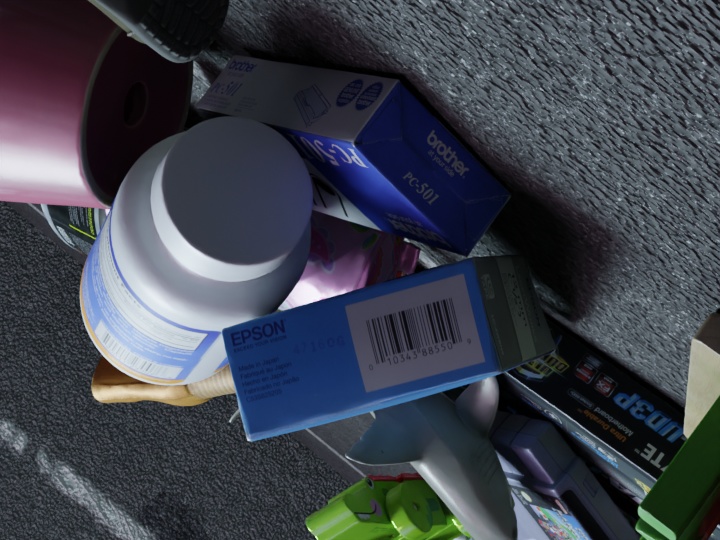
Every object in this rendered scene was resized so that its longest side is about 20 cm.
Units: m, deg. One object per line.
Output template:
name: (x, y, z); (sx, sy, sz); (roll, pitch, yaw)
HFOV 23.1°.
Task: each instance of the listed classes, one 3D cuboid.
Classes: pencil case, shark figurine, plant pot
pencil case: (-0.064, -0.029, 1.137); (0.198, 0.088, 0.088); (22, 166, 15)
shark figurine: (0.008, 0.096, 1.122); (0.214, 0.089, 0.129); (30, 134, 31)
plant pot: (-0.208, -0.123, 1.071); (0.177, 0.202, 0.200); (17, 163, 22)

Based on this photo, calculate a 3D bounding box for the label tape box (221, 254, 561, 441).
label tape box: (0.025, 0.039, 0.983); (0.200, 0.142, 0.067); (-10, -96, -74)

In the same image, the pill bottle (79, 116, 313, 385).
pill bottle: (-0.091, -0.012, 0.992); (0.112, 0.112, 0.200); (38, 155, -2)

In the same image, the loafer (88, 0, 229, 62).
loafer: (-0.145, -0.175, 0.879); (0.069, 0.076, 0.200); (24, 163, 40)

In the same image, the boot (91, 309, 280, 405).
boot: (-0.101, 0.035, 1.286); (0.143, 0.201, 0.071); (-4, 113, 26)

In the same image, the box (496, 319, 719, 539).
box: (0.168, 0.112, 1.125); (0.199, 0.046, 0.159); (35, 169, 19)

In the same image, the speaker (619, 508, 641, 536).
speaker: (0.170, 0.169, 1.272); (0.199, 0.089, 0.089); (36, 170, 13)

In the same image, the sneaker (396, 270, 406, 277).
sneaker: (0.000, 0.001, 1.228); (0.093, 0.071, 0.201); (-12, 122, 30)

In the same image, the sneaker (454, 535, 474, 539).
sneaker: (0.145, 0.188, 1.371); (0.198, 0.079, 0.099); (14, 170, 0)

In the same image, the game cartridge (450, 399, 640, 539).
game cartridge: (0.132, 0.169, 1.178); (0.200, 0.038, 0.129); (52, 161, -25)

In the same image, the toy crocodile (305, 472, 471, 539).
toy crocodile: (0.031, 0.168, 1.229); (0.199, 0.067, 0.062); (9, -129, -53)

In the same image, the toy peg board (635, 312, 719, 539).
toy peg board: (0.230, 0.142, 0.892); (0.198, 0.098, 0.200); (35, 170, 18)

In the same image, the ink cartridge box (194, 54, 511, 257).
ink cartridge box: (-0.010, -0.067, 0.968); (0.094, 0.044, 0.199); (43, 168, -29)

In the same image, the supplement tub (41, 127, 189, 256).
supplement tub: (-0.161, -0.054, 1.350); (0.122, 0.123, 0.200); (44, 170, -30)

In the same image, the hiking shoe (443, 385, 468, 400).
hiking shoe: (0.058, 0.112, 1.445); (0.199, 0.075, 0.087); (35, 169, 22)
